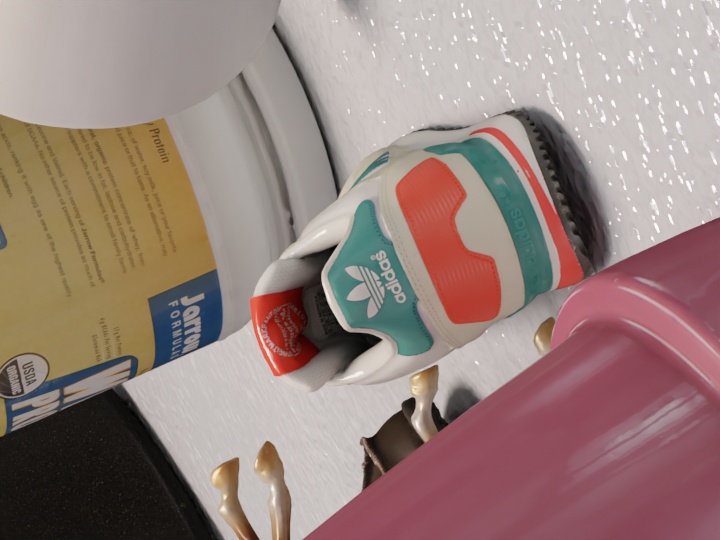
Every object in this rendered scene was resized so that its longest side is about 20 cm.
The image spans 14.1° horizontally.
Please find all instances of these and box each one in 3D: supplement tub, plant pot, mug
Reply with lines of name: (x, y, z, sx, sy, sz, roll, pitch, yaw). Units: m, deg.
supplement tub: (-0.123, -0.022, 1.110, 0.145, 0.199, 0.145, 57, 162, 30)
plant pot: (0.064, 0.109, 0.729, 0.200, 0.178, 0.200, 57, 163, 29)
plant pot: (-0.186, 0.176, 1.637, 0.200, 0.198, 0.178, 89, 163, -54)
mug: (-0.104, -0.149, 0.938, 0.153, 0.185, 0.150, 109, 154, -56)

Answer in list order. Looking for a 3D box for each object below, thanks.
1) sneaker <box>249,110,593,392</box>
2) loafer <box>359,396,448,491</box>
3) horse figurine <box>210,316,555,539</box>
sneaker: (0.000, 0.000, 0.936, 0.071, 0.093, 0.200, 67, 164, -1)
loafer: (0.016, 0.126, 1.099, 0.073, 0.071, 0.201, 55, 161, 35)
horse figurine: (0.020, 0.105, 0.940, 0.133, 0.199, 0.050, 67, -157, 4)
